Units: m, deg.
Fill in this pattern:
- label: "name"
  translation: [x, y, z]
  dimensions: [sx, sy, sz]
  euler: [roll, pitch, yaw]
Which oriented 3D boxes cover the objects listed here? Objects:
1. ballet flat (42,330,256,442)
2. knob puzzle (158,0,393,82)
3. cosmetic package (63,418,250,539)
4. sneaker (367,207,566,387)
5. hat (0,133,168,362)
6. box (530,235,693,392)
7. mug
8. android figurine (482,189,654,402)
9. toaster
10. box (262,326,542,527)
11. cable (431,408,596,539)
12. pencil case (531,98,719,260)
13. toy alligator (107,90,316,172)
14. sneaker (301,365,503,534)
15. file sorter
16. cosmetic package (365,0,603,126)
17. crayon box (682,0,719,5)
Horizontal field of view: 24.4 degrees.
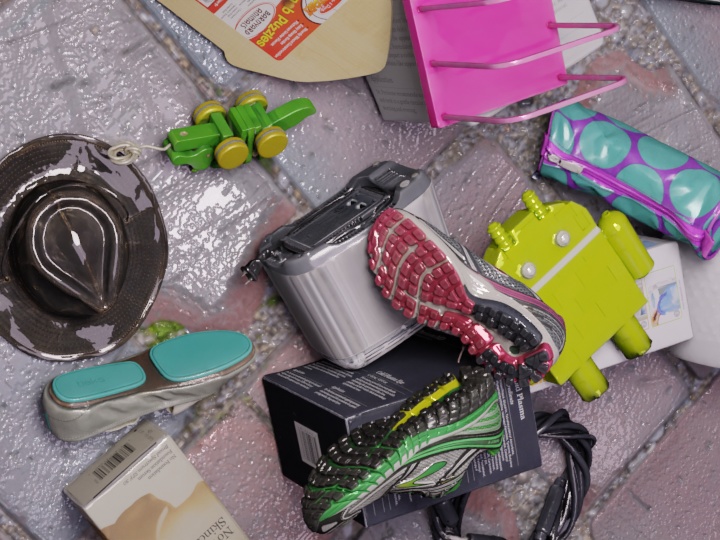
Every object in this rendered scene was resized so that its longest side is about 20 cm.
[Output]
- label: "ballet flat"
  translation: [-0.189, 0.105, 1.499]
  dimensions: [0.199, 0.067, 0.064]
  euler: [-14, 132, -22]
- label: "knob puzzle"
  translation: [-0.055, -0.240, 1.447]
  dimensions: [0.219, 0.219, 0.031]
  euler: [39, 43, -25]
- label: "cosmetic package"
  translation: [-0.167, 0.246, 1.518]
  dimensions: [0.105, 0.071, 0.200]
  euler: [-42, 113, -14]
- label: "sneaker"
  translation: [0.090, 0.019, 1.456]
  dimensions: [0.200, 0.081, 0.075]
  euler: [41, 37, 4]
- label: "hat"
  translation: [-0.242, -0.014, 1.434]
  dimensions: [0.199, 0.081, 0.202]
  euler: [-5, 101, -26]
- label: "box"
  translation: [0.209, 0.039, 1.640]
  dimensions: [0.199, 0.112, 0.102]
  euler: [-17, 103, -22]
- label: "mug"
  translation: [0.389, 0.007, 1.717]
  dimensions: [0.199, 0.147, 0.177]
  euler: [1, 101, -58]
- label: "android figurine"
  translation: [0.189, 0.019, 1.548]
  dimensions: [0.182, 0.041, 0.201]
  euler: [-40, 109, -15]
- label: "toaster"
  translation: [0.000, 0.000, 1.535]
  dimensions: [0.199, 0.113, 0.130]
  euler: [-35, 114, -18]
- label: "box"
  translation: [0.036, 0.137, 1.525]
  dimensions: [0.181, 0.200, 0.105]
  euler: [-17, 104, -21]
- label: "cable"
  translation: [0.163, 0.227, 1.685]
  dimensions: [0.199, 0.051, 0.164]
  euler: [-25, 108, -21]
- label: "pencil case"
  translation: [0.267, -0.088, 1.609]
  dimensions: [0.092, 0.199, 0.086]
  euler: [-40, 152, -48]
- label: "toy alligator"
  translation: [-0.133, -0.111, 1.488]
  dimensions: [0.199, 0.059, 0.054]
  euler: [-18, 146, -22]
- label: "sneaker"
  translation: [0.041, 0.163, 1.378]
  dimensions: [0.199, 0.078, 0.086]
  euler: [-29, 110, -19]
- label: "file sorter"
  translation: [0.124, -0.230, 1.360]
  dimensions: [0.138, 0.125, 0.201]
  euler: [-21, 106, -25]
- label: "cosmetic package"
  translation: [0.082, -0.257, 1.499]
  dimensions: [0.164, 0.165, 0.201]
  euler: [-32, 111, -21]
- label: "crayon box"
  translation: [0.326, -0.372, 1.663]
  dimensions: [0.126, 0.051, 0.202]
  euler: [3, 98, -26]
